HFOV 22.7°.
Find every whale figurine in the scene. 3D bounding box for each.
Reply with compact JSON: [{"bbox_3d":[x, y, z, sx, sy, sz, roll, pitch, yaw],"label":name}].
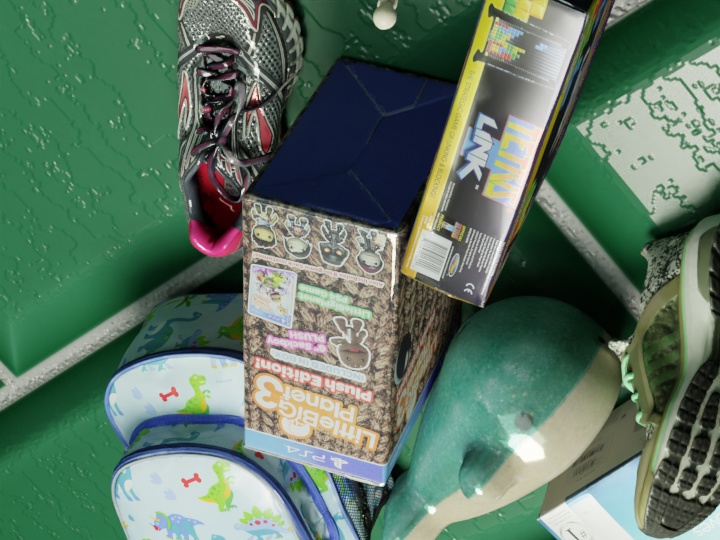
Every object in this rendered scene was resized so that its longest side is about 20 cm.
[{"bbox_3d":[0.076,0.096,1.160,0.104,0.159,0.200,44,114,-6],"label":"whale figurine"}]

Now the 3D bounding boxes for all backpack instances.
[{"bbox_3d":[-0.087,0.126,1.263,0.182,0.147,0.201,-6,120,25],"label":"backpack"}]

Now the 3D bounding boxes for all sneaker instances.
[{"bbox_3d":[-0.080,-0.100,1.133,0.080,0.075,0.201,9,128,18],"label":"sneaker"},{"bbox_3d":[0.188,0.063,1.082,0.077,0.202,0.088,27,161,-35],"label":"sneaker"}]

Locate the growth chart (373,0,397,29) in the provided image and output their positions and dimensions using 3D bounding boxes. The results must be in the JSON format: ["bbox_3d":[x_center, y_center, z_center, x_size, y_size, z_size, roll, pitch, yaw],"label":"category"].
[{"bbox_3d":[0.073,-0.206,0.938,0.018,0.145,0.200,37,131,-23],"label":"growth chart"}]

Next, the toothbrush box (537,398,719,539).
[{"bbox_3d":[0.239,0.172,1.182,0.200,0.085,0.146,44,125,-13],"label":"toothbrush box"}]

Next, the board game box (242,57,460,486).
[{"bbox_3d":[0.000,0.000,1.116,0.096,0.160,0.201,14,131,14],"label":"board game box"}]

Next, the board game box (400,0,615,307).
[{"bbox_3d":[0.093,-0.107,0.985,0.056,0.166,0.201,23,132,8],"label":"board game box"}]
